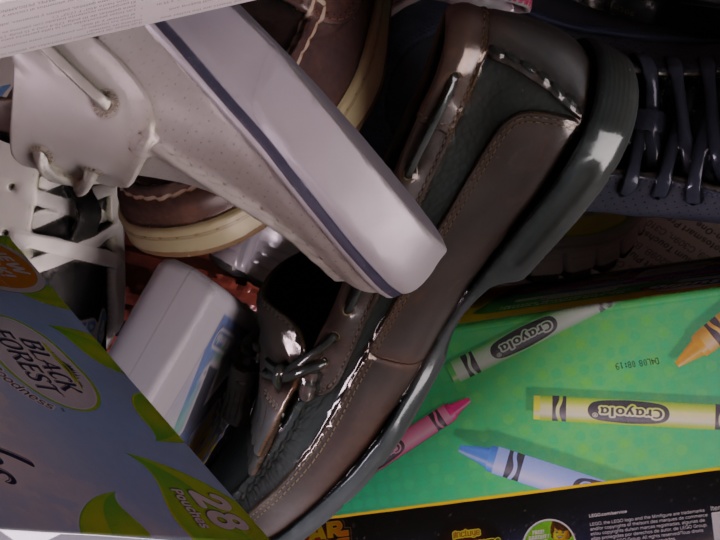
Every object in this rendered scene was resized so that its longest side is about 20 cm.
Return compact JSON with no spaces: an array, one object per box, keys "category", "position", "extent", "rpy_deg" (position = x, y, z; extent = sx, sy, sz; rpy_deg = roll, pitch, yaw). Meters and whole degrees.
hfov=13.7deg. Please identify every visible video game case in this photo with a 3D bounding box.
[{"category":"video game case","position":[-0.081,0.090,0.929],"extent":[0.183,0.022,0.200],"rpy_deg":[-60,171,-3]}]

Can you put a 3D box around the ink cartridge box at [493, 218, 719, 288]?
[{"category":"ink cartridge box","position":[0.140,0.011,1.155],"extent":[0.200,0.084,0.146],"rpy_deg":[-40,143,-20]}]

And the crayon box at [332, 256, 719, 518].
[{"category":"crayon box","position":[0.083,0.033,0.986],"extent":[0.119,0.199,0.059],"rpy_deg":[-24,105,-75]}]

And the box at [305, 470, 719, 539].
[{"category":"box","position":[0.065,0.100,1.036],"extent":[0.137,0.199,0.040],"rpy_deg":[31,53,-69]}]

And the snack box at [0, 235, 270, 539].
[{"category":"snack box","position":[-0.147,0.045,0.730],"extent":[0.199,0.169,0.068],"rpy_deg":[8,113,-37]}]

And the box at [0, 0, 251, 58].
[{"category":"box","position":[-0.108,-0.070,0.717],"extent":[0.199,0.039,0.041],"rpy_deg":[-14,166,-9]}]

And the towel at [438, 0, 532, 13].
[{"category":"towel","position":[0.010,-0.179,0.825],"extent":[0.146,0.030,0.201],"rpy_deg":[7,85,-52]}]

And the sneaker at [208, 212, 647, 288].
[{"category":"sneaker","position":[0.037,-0.046,0.998],"extent":[0.200,0.078,0.091],"rpy_deg":[-13,117,-49]}]

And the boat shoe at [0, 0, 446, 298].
[{"category":"boat shoe","position":[-0.067,-0.054,0.778],"extent":[0.070,0.200,0.071],"rpy_deg":[-47,180,4]}]

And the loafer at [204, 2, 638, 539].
[{"category":"loafer","position":[0.000,0.000,0.874],"extent":[0.063,0.072,0.200],"rpy_deg":[26,120,-23]}]

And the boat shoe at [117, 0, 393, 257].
[{"category":"boat shoe","position":[-0.025,-0.095,0.861],"extent":[0.072,0.072,0.200],"rpy_deg":[55,52,-39]}]

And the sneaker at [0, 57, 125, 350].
[{"category":"sneaker","position":[-0.091,-0.017,0.868],"extent":[0.072,0.072,0.201],"rpy_deg":[-10,124,-44]}]

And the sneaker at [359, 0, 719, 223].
[{"category":"sneaker","position":[0.101,-0.047,0.911],"extent":[0.202,0.146,0.077],"rpy_deg":[2,95,-35]}]

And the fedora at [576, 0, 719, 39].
[{"category":"fedora","position":[0.135,-0.124,0.996],"extent":[0.200,0.200,0.092],"rpy_deg":[22,69,-55]}]
